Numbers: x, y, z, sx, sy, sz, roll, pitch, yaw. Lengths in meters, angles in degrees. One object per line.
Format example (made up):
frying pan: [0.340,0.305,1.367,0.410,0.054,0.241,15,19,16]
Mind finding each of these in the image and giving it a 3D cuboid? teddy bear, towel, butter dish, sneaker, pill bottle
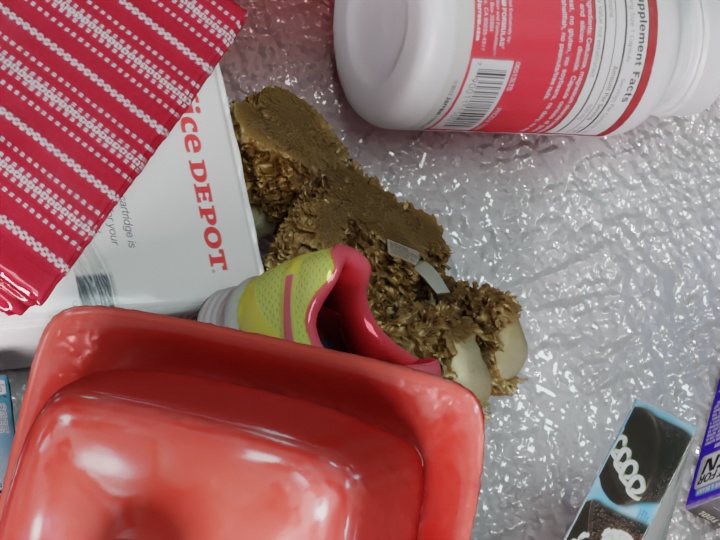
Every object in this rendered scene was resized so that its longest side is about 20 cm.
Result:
teddy bear: [0.000,0.000,1.060,0.200,0.067,0.145,36,31,-6]
towel: [-0.152,-0.089,0.956,0.144,0.022,0.200,37,55,-6]
butter dish: [-0.070,0.122,0.833,0.199,0.148,0.200,12,90,13]
sneaker: [0.005,0.078,0.924,0.078,0.090,0.201,-9,68,-60]
pill bottle: [0.095,-0.128,1.147,0.199,0.112,0.113,0,72,-28]

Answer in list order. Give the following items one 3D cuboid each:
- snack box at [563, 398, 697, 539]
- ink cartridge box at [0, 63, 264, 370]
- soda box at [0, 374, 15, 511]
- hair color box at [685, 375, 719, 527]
snack box: [0.101,0.173,1.036,0.037,0.116,0.200,23,58,14]
ink cartridge box: [-0.160,-0.033,0.993,0.199,0.084,0.145,-5,74,-29]
soda box: [-0.246,0.086,0.911,0.199,0.068,0.064,-2,73,-30]
hair color box: [0.260,0.061,1.193,0.109,0.065,0.201,28,62,-17]
